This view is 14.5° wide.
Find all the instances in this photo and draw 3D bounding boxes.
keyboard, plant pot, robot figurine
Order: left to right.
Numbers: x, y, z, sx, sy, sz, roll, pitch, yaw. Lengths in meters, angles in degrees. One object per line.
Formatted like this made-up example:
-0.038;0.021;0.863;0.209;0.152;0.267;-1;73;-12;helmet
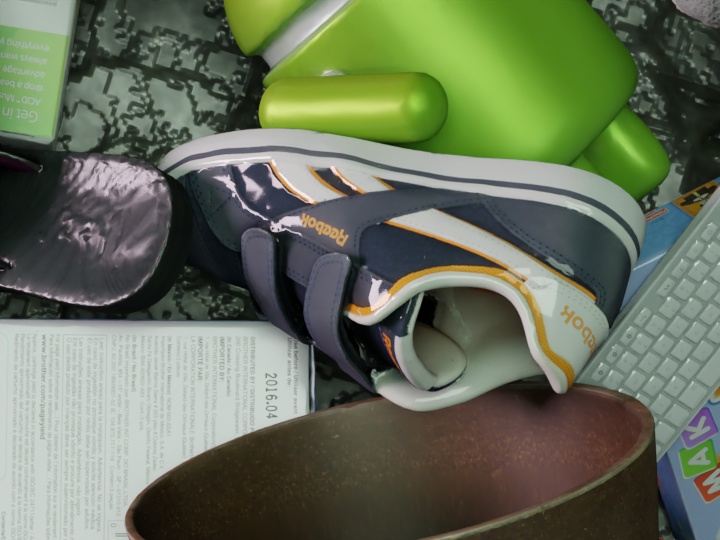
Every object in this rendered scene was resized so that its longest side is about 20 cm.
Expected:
0.028;-0.086;1.102;0.200;0.116;0.175;48;44;-4;robot figurine
0.029;0.162;0.994;0.186;0.187;0.201;-13;102;-6;plant pot
0.149;-0.013;1.047;0.056;0.011;0.200;33;100;-29;keyboard

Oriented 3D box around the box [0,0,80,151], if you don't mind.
-0.179;-0.155;1.147;0.144;0.036;0.201;9;80;-2;box

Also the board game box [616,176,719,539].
0.197;0.013;1.106;0.199;0.037;0.152;-26;122;-6;board game box

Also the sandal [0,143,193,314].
-0.155;-0.024;1.076;0.200;0.048;0.076;0;74;32;sandal

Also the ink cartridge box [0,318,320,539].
-0.086;0.090;1.096;0.199;0.076;0.137;0;83;-3;ink cartridge box

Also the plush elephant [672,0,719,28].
0.183;-0.207;1.021;0.200;0.165;0.155;-28;86;-50;plush elephant

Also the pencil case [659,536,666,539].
0.144;0.162;1.098;0.199;0.088;0.089;28;81;2;pencil case

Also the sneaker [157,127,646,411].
0.000;0.000;1.031;0.199;0.079;0.080;4;58;29;sneaker
